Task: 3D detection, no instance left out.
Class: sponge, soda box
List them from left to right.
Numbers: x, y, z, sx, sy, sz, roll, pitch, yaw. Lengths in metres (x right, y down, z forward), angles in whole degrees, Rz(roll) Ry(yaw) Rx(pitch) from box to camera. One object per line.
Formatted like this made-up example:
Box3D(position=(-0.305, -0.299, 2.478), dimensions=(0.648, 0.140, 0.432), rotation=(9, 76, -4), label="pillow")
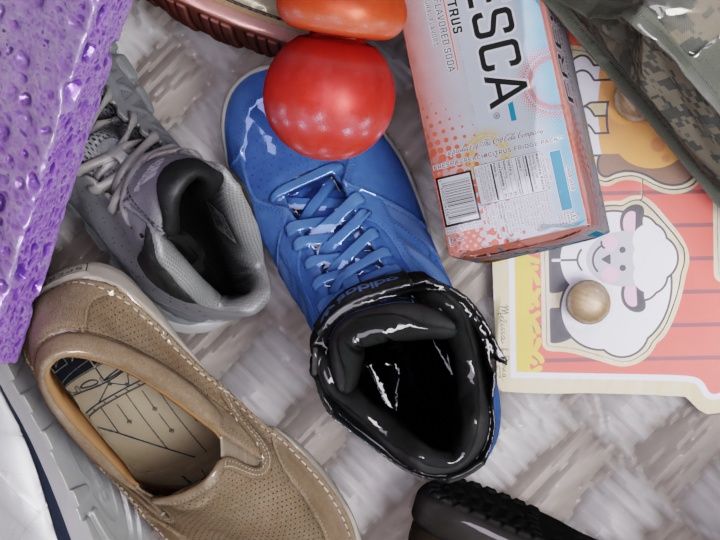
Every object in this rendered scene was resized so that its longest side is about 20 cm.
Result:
Box3D(position=(-0.160, -0.072, 0.936), dimensions=(0.111, 0.030, 0.200), rotation=(24, 102, 24), label="sponge")
Box3D(position=(0.053, -0.105, 0.986), dimensions=(0.063, 0.068, 0.201), rotation=(-12, 86, 12), label="soda box")

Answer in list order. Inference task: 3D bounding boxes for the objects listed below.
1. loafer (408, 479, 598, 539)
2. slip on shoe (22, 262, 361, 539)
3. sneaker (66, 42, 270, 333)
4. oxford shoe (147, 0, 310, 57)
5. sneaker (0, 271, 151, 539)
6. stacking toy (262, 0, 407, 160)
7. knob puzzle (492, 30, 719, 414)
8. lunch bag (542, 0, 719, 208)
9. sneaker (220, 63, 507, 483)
Box3D(position=(0.106, 0.160, 1.014), dimensions=(0.200, 0.073, 0.071), rotation=(25, 103, 6), label="loafer")
Box3D(position=(-0.070, 0.083, 0.984), dimensions=(0.076, 0.061, 0.200), rotation=(-31, 115, 11), label="slip on shoe")
Box3D(position=(-0.102, -0.056, 0.963), dimensions=(0.075, 0.115, 0.200), rotation=(-46, 105, -13), label="sneaker")
Box3D(position=(-0.079, -0.151, 1.002), dimensions=(0.200, 0.071, 0.074), rotation=(27, 86, -2), label="oxford shoe")
Box3D(position=(-0.163, 0.058, 1.007), dimensions=(0.080, 0.076, 0.200), rotation=(-16, 95, 23), label="sneaker")
Box3D(position=(-0.001, -0.143, 0.928), dimensions=(0.085, 0.085, 0.201), rotation=(8, 96, 1), label="stacking toy")
Box3D(position=(0.157, -0.035, 1.018), dimensions=(0.219, 0.030, 0.220), rotation=(0, 92, 2), label="knob puzzle")
Box3D(position=(0.200, -0.096, 0.942), dimensions=(0.164, 0.118, 0.200), rotation=(-47, 115, -4), label="lunch bag")
Box3D(position=(0.001, -0.001, 0.983), dimensions=(0.077, 0.111, 0.200), rotation=(-25, 91, 1), label="sneaker")
